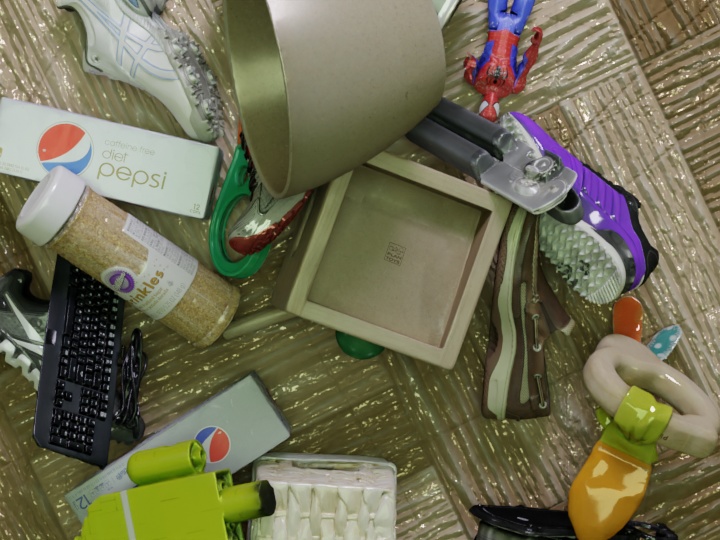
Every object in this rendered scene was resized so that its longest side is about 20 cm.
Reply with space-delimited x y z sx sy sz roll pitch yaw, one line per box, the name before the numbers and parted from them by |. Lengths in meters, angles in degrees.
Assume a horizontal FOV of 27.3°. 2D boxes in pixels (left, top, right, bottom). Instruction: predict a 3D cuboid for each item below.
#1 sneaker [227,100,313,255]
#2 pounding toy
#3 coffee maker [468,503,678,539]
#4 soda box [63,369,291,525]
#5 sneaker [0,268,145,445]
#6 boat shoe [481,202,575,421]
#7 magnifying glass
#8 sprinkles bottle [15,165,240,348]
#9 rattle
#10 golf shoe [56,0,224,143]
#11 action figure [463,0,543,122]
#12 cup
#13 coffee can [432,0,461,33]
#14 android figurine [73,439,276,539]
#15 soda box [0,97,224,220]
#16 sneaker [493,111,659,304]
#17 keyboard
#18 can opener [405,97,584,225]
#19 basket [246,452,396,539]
sneaker | -0.077 -0.098 1.279 0.082 0.078 0.200 28 55 -12
pounding toy | 0.000 0.000 1.312 0.184 0.142 0.200 20 88 -11
coffee maker | 0.178 0.318 1.302 0.192 0.135 0.201 8 91 -2
soda box | -0.162 0.172 1.330 0.200 0.063 0.068 -34 91 -1
sneaker | -0.262 0.072 1.327 0.200 0.066 0.091 39 92 1
boat shoe | 0.154 0.038 1.318 0.075 0.075 0.203 7 113 7
magnifying glass | -0.102 -0.092 1.336 0.022 0.080 0.201 10 80 -40
sprinkles bottle | -0.201 -0.010 1.297 0.200 0.068 0.068 35 89 -21
rattle | 0.233 0.128 1.302 0.130 0.200 0.143 4 114 -10
golf shoe | -0.197 -0.190 1.334 0.097 0.078 0.200 -31 84 12
action figure | 0.133 -0.231 1.321 0.065 0.099 0.201 11 92 0
cup | -0.016 -0.168 1.168 0.143 0.200 0.201 -12 90 -13
coffee can | -0.008 -0.269 1.291 0.200 0.146 0.147 31 90 -2
android figurine | -0.158 0.239 1.252 0.200 0.041 0.183 -16 83 22
soda box | -0.227 -0.099 1.329 0.199 0.064 0.068 13 90 -2
sneaker | 0.197 -0.062 1.338 0.099 0.070 0.200 -19 67 -37
keyboard | -0.224 0.070 1.291 0.104 0.040 0.200 26 54 -38
can opener | 0.116 -0.091 1.296 0.053 0.200 0.067 -42 133 -12
basket | -0.037 0.268 1.303 0.135 0.123 0.201 3 89 -2
